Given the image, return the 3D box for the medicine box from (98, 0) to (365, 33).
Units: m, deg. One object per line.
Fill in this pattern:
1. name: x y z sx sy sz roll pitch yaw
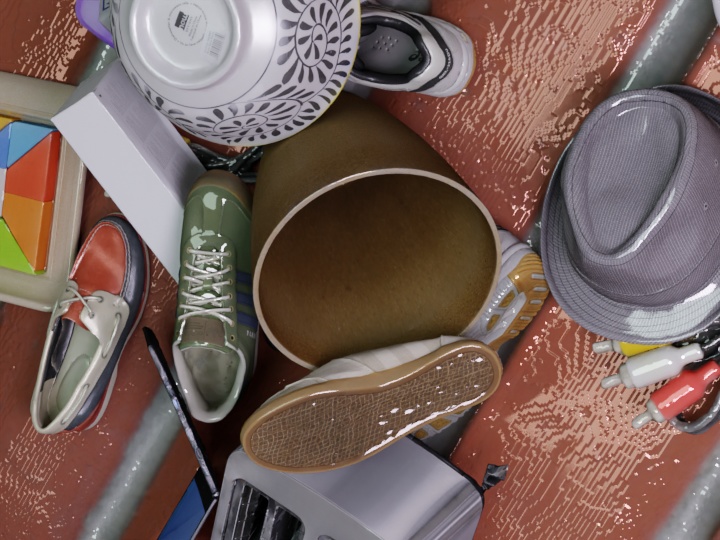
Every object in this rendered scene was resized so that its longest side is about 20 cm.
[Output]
1. medicine box: -0.099 -0.273 1.493 0.200 0.103 0.182 -20 52 23

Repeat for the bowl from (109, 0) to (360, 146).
1. bowl: -0.109 -0.180 1.363 0.201 0.094 0.201 5 106 20

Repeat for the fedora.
1. fedora: 0.206 -0.053 1.384 0.177 0.090 0.200 18 82 30

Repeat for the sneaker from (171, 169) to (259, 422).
1. sneaker: -0.112 0.029 1.479 0.067 0.090 0.200 5 119 8

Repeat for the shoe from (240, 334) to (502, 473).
1. shoe: 0.007 0.096 1.398 0.200 0.053 0.070 -18 112 -3

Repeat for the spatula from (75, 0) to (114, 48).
1. spatula: -0.173 -0.187 1.607 0.200 0.021 0.057 43 106 28

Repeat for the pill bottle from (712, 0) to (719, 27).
1. pill bottle: 0.356 -0.221 1.328 0.200 0.114 0.114 2 93 24

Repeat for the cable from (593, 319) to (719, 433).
1. cable: 0.275 0.052 1.397 0.200 0.050 0.097 -32 78 23

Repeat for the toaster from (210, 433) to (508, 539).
1. toaster: -0.009 0.202 1.465 0.181 0.119 0.200 31 131 19

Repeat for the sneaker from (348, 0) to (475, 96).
1. sneaker: -0.010 -0.189 1.498 0.200 0.088 0.076 13 99 25

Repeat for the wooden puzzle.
1. wooden puzzle: -0.330 -0.077 1.679 0.185 0.037 0.200 13 97 23

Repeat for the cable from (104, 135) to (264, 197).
1. cable: -0.126 -0.081 1.581 0.200 0.050 0.097 4 92 24

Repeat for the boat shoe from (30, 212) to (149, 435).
1. boat shoe: -0.237 0.047 1.629 0.071 0.063 0.200 20 98 24

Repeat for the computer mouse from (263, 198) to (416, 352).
1. computer mouse: 0.000 0.000 1.543 0.200 0.034 0.059 -37 60 15

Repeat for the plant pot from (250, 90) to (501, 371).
1. plant pot: -0.008 -0.049 1.449 0.186 0.186 0.200 -47 32 18

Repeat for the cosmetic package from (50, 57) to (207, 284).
1. cosmetic package: -0.164 -0.069 1.536 0.051 0.083 0.200 -30 107 21

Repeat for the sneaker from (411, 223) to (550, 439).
1. sneaker: 0.068 0.049 1.498 0.200 0.076 0.088 -52 54 15

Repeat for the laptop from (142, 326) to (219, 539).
1. laptop: -0.174 0.161 1.526 0.103 0.177 0.200 -24 96 -7
